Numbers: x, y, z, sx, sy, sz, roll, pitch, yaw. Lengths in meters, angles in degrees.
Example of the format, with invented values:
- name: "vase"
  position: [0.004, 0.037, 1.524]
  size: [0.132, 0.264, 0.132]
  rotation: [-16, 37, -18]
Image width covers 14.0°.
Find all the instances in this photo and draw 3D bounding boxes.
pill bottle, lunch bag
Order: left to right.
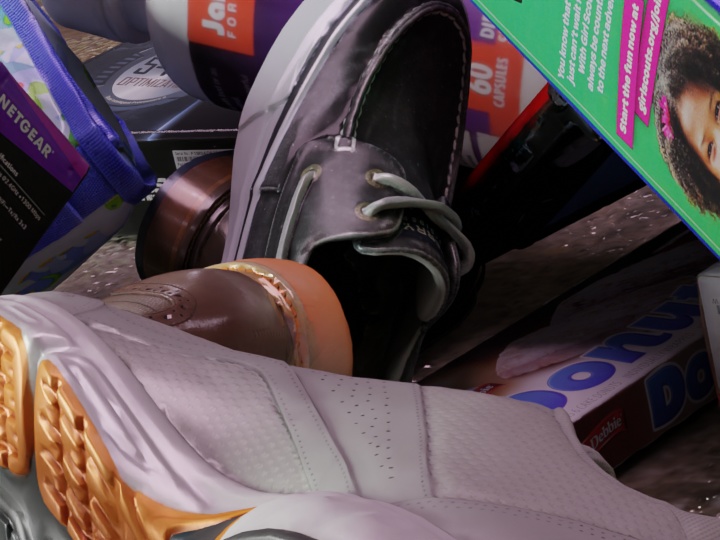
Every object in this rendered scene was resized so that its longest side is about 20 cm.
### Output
- name: "lunch bag"
  position: [-0.162, -0.019, 0.999]
  size: [0.170, 0.127, 0.200]
  rotation: [-36, 24, 1]
- name: "pill bottle"
  position: [-0.004, -0.102, 0.995]
  size: [0.200, 0.112, 0.111]
  rotation: [14, 26, 19]

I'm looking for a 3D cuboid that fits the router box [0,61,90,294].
- name: "router box"
  position: [-0.191, 0.004, 0.852]
  size: [0.200, 0.051, 0.149]
  rotation: [8, 56, 46]

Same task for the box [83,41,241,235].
- name: "box"
  position: [-0.062, -0.062, 1.245]
  size: [0.200, 0.044, 0.160]
  rotation: [1, 23, 40]

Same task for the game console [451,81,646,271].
- name: "game console"
  position: [0.146, -0.035, 0.882]
  size: [0.200, 0.119, 0.172]
  rotation: [-26, -15, -36]

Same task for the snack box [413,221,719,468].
- name: "snack box"
  position: [0.088, 0.021, 0.903]
  size: [0.072, 0.024, 0.200]
  rotation: [5, 24, 42]

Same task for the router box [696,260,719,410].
- name: "router box"
  position: [0.229, -0.003, 0.833]
  size: [0.200, 0.049, 0.179]
  rotation: [5, 25, 46]

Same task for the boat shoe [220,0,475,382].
- name: "boat shoe"
  position: [0.000, 0.000, 0.834]
  size: [0.071, 0.072, 0.200]
  rotation: [-1, 64, 47]

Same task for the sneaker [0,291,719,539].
- name: "sneaker"
  position: [-0.006, 0.049, 0.552]
  size: [0.092, 0.076, 0.200]
  rotation: [-13, 24, -31]

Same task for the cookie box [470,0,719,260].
- name: "cookie box"
  position: [0.133, -0.085, 0.794]
  size: [0.171, 0.075, 0.200]
  rotation: [-15, 43, -26]

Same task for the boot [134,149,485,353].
- name: "boot"
  position: [0.022, -0.013, 1.029]
  size: [0.097, 0.075, 0.200]
  rotation: [27, 33, 31]

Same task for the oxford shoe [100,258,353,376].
- name: "oxford shoe"
  position: [-0.096, 0.047, 0.787]
  size: [0.200, 0.071, 0.073]
  rotation: [-32, -20, 37]
